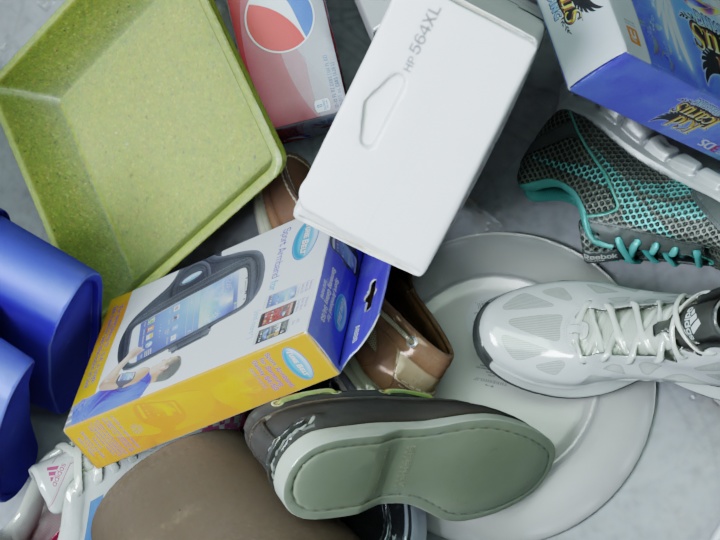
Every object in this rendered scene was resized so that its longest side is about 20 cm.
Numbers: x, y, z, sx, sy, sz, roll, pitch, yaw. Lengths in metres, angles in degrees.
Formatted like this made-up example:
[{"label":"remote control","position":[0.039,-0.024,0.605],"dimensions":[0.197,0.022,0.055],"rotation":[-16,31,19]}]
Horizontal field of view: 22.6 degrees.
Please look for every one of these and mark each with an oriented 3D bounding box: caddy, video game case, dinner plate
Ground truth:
[{"label":"caddy","position":[-0.232,0.049,1.090],"dimensions":[0.104,0.200,0.142],"rotation":[26,61,4]},{"label":"video game case","position":[0.167,-0.170,1.083],"dimensions":[0.045,0.199,0.183],"rotation":[-30,62,31]},{"label":"dinner plate","position":[0.084,0.070,1.121],"dimensions":[0.198,0.024,0.202],"rotation":[-3,72,8]}]

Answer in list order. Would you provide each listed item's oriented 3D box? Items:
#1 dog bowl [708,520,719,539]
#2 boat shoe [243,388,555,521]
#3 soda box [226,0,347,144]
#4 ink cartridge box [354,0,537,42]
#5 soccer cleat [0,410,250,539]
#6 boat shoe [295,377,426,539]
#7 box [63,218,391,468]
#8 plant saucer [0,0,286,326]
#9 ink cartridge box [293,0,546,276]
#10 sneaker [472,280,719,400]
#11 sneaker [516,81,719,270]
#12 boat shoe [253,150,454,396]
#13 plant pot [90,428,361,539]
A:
[{"label":"dog bowl","position":[0.285,0.206,1.017],"dimensions":[0.198,0.079,0.202],"rotation":[-3,73,9]},{"label":"boat shoe","position":[0.026,0.100,1.031],"dimensions":[0.061,0.200,0.072],"rotation":[43,118,45]},{"label":"soda box","position":[-0.057,-0.188,1.173],"dimensions":[0.063,0.070,0.202],"rotation":[-14,85,2]},{"label":"ink cartridge box","position":[0.045,-0.249,1.192],"dimensions":[0.145,0.084,0.201],"rotation":[-23,71,2]},{"label":"soccer cleat","position":[-0.149,0.123,1.100],"dimensions":[0.200,0.086,0.070],"rotation":[-48,44,-7]},{"label":"boat shoe","position":[-0.024,0.096,1.098],"dimensions":[0.071,0.068,0.201],"rotation":[-29,67,16]},{"label":"box","position":[-0.074,0.034,1.051],"dimensions":[0.199,0.042,0.120],"rotation":[-25,31,26]},{"label":"plant saucer","position":[-0.135,-0.093,1.156],"dimensions":[0.200,0.048,0.201],"rotation":[-39,67,33]},{"label":"ink cartridge box","position":[0.042,-0.094,1.037],"dimensions":[0.084,0.200,0.147],"rotation":[27,105,2]},{"label":"sneaker","position":[0.169,0.028,1.054],"dimensions":[0.198,0.115,0.076],"rotation":[4,71,-2]},{"label":"sneaker","position":[0.179,-0.031,1.115],"dimensions":[0.200,0.078,0.091],"rotation":[40,88,28]},{"label":"boat shoe","position":[0.000,0.000,1.113],"dimensions":[0.072,0.075,0.201],"rotation":[-43,61,24]},{"label":"plant pot","position":[-0.070,0.192,1.025],"dimensions":[0.200,0.200,0.175],"rotation":[-35,62,-3]}]
